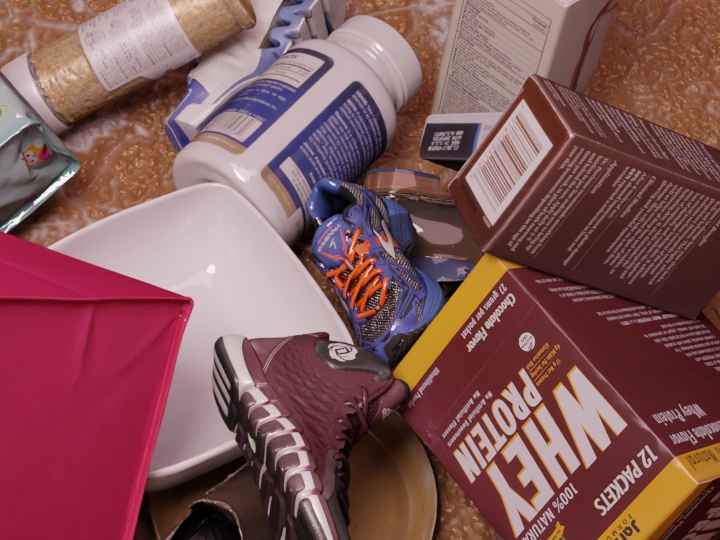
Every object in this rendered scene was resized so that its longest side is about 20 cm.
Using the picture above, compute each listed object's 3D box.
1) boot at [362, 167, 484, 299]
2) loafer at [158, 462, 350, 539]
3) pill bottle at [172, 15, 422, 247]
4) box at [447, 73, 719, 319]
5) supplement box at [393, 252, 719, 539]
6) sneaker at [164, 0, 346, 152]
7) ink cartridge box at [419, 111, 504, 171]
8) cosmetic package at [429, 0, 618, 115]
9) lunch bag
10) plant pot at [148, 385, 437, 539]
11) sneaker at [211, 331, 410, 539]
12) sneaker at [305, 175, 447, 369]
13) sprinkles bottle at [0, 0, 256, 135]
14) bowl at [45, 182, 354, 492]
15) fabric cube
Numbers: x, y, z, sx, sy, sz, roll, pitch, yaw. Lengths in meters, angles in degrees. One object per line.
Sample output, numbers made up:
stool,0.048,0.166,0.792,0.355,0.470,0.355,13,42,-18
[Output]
boot,0.093,-0.012,1.224,0.199,0.075,0.097,10,69,1
loafer,-0.076,0.170,1.017,0.073,0.071,0.200,36,57,16
pill bottle,-0.043,-0.108,1.225,0.111,0.111,0.200,35,61,16
box,0.168,-0.045,1.029,0.200,0.100,0.075,18,32,-33
supplement box,0.162,0.097,1.055,0.197,0.133,0.200,-4,47,-52
sneaker,-0.109,-0.175,1.301,0.115,0.081,0.200,23,60,25
ink cartridge box,0.179,-0.074,1.182,0.200,0.197,0.047,18,83,-32
cosmetic package,0.132,-0.182,1.259,0.103,0.200,0.087,41,58,20
lunch bag,-0.340,-0.081,1.156,0.200,0.122,0.170,-41,71,-3
plant pot,-0.047,0.158,1.092,0.199,0.028,0.201,5,54,-7
sneaker,-0.010,0.107,0.980,0.115,0.076,0.200,-12,52,-21
sneaker,0.000,0.000,1.107,0.078,0.075,0.200,32,17,-27
sprinkles bottle,-0.182,-0.175,1.233,0.200,0.068,0.068,-27,58,8
bowl,-0.127,0.054,1.093,0.200,0.075,0.200,-26,62,-26
fabric cube,-0.251,0.077,0.939,0.199,0.197,0.200,17,6,27
